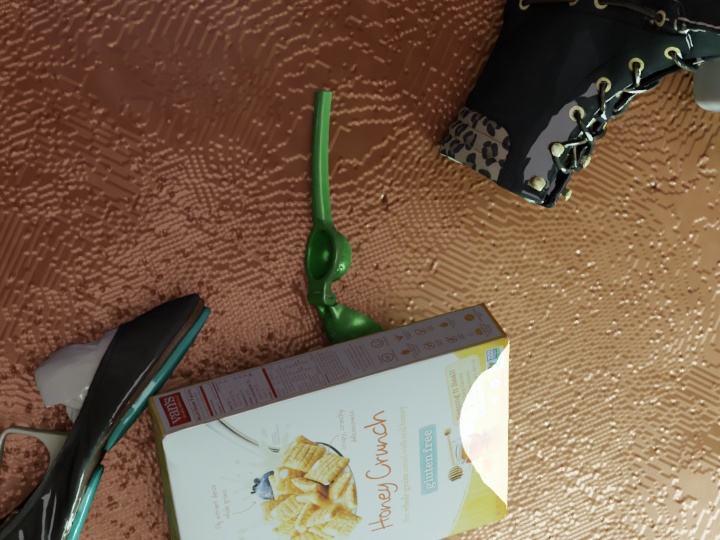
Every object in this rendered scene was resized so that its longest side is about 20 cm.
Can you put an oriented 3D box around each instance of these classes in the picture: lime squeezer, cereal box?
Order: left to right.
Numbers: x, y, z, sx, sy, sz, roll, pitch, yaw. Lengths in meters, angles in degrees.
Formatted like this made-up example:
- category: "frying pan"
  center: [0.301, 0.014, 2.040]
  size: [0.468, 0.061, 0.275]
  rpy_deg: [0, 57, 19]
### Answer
- category: "cereal box"
  center: [-0.012, 0.108, 0.825]
  size: [0.198, 0.040, 0.145]
  rpy_deg: [-16, 129, -14]
- category: "lime squeezer"
  center: [0.000, 0.000, 0.845]
  size: [0.070, 0.038, 0.201]
  rpy_deg: [-30, 103, -10]

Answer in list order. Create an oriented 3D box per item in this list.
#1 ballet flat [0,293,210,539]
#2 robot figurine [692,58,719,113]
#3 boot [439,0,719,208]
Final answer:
- category: "ballet flat"
  center: [-0.157, 0.090, 0.799]
  size: [0.068, 0.068, 0.201]
  rpy_deg: [29, 88, -4]
- category: "robot figurine"
  center: [0.253, -0.158, 0.857]
  size: [0.168, 0.113, 0.202]
  rpy_deg: [1, 98, -2]
- category: "boot"
  center: [0.145, -0.098, 0.806]
  size: [0.073, 0.203, 0.155]
  rpy_deg: [21, 96, -52]
